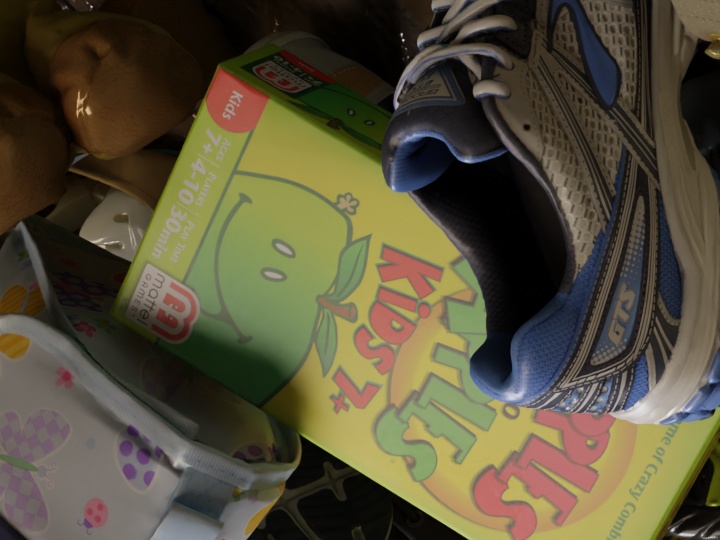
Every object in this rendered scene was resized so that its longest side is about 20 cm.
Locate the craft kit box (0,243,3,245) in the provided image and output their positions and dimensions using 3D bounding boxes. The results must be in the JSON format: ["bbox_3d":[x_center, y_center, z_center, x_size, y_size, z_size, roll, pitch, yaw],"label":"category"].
[{"bbox_3d":[-0.197,0.120,1.199,0.048,0.200,0.198,3,134,51],"label":"craft kit box"}]

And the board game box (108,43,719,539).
[{"bbox_3d":[0.025,0.019,0.794,0.200,0.048,0.102,31,112,12],"label":"board game box"}]

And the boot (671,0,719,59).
[{"bbox_3d":[0.159,-0.049,0.595,0.155,0.072,0.200,15,137,43],"label":"boot"}]

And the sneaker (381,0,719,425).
[{"bbox_3d":[0.047,-0.054,0.650,0.077,0.085,0.200,-35,65,58],"label":"sneaker"}]

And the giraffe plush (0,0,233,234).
[{"bbox_3d":[-0.157,-0.101,0.893,0.162,0.172,0.200,59,177,-9],"label":"giraffe plush"}]

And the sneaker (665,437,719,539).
[{"bbox_3d":[0.101,0.058,0.861,0.200,0.076,0.076,8,173,40],"label":"sneaker"}]

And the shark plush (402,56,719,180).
[{"bbox_3d":[0.094,-0.046,0.739,0.200,0.091,0.083,31,132,57],"label":"shark plush"}]

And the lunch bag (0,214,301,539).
[{"bbox_3d":[-0.110,0.092,0.860,0.127,0.170,0.200,24,-166,-21],"label":"lunch bag"}]

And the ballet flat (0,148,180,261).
[{"bbox_3d":[-0.112,-0.022,1.022,0.200,0.063,0.069,19,142,39],"label":"ballet flat"}]

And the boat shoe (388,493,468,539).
[{"bbox_3d":[-0.012,0.081,1.036,0.200,0.065,0.072,21,149,39],"label":"boat shoe"}]

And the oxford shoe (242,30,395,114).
[{"bbox_3d":[0.000,0.000,0.891,0.058,0.075,0.200,23,143,36],"label":"oxford shoe"}]

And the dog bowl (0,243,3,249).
[{"bbox_3d":[-0.179,0.021,1.078,0.200,0.074,0.200,27,177,2],"label":"dog bowl"}]

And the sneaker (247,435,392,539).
[{"bbox_3d":[-0.025,0.127,0.959,0.080,0.077,0.200,116,141,-57],"label":"sneaker"}]

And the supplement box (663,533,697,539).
[{"bbox_3d":[0.121,0.158,0.917,0.110,0.109,0.200,49,153,-12],"label":"supplement box"}]
